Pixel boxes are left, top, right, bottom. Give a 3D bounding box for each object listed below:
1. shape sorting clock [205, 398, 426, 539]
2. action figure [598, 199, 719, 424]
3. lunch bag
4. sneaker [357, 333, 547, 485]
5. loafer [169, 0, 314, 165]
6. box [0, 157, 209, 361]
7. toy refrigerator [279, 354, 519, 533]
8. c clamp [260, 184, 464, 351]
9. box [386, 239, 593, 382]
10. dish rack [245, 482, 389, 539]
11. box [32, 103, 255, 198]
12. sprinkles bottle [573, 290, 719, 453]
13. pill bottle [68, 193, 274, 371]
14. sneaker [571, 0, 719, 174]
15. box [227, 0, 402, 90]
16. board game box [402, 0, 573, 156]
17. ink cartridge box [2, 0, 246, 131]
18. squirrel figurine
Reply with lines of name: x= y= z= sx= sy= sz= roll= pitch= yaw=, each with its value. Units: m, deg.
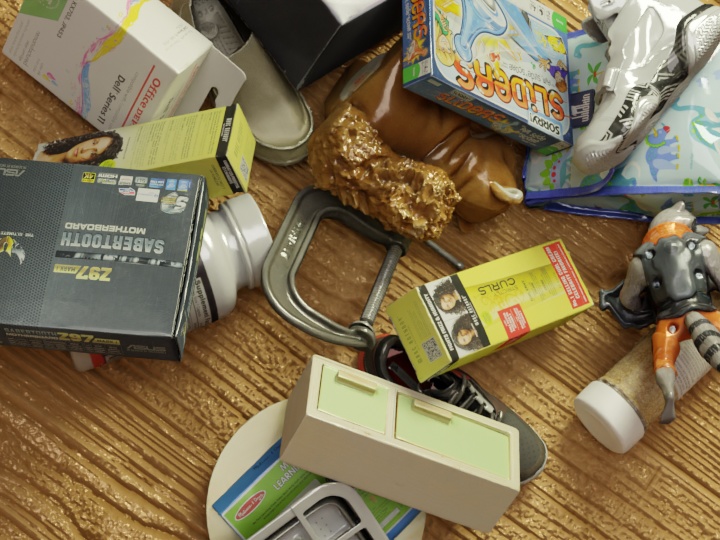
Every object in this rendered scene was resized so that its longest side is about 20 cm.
shape sorting clock: x=-0.039 y=0.212 z=1.423 sx=0.198 sy=0.039 sz=0.202 roll=0 pitch=88 yaw=-12
action figure: x=0.316 y=0.021 z=1.412 sx=0.199 sy=0.105 sz=0.194 roll=-20 pitch=62 yaw=6
lunch bag: x=0.256 y=-0.139 z=1.505 sx=0.199 sy=0.127 sz=0.171 roll=2 pitch=76 yaw=15
sneaker: x=0.084 y=0.127 z=1.437 sx=0.199 sy=0.082 sz=0.077 roll=32 pitch=75 yaw=1
loafer: x=-0.113 y=-0.185 z=1.488 sx=0.076 sy=0.068 sz=0.200 roll=-37 pitch=85 yaw=-14
box: x=-0.235 y=-0.011 z=1.330 sx=0.198 sy=0.051 sz=0.159 roll=5 pitch=62 yaw=4
toy refrigerator: x=0.037 y=0.148 z=1.372 sx=0.199 sy=0.070 sz=0.076 roll=21 pitch=38 yaw=-11
c clamp: x=0.000 y=0.000 z=1.423 sx=0.171 sy=0.027 sz=0.200 roll=38 pitch=44 yaw=-7
box: x=0.118 y=0.033 z=1.426 sx=0.199 sy=0.050 sz=0.076 roll=-16 pitch=77 yaw=-42
dish rack: x=-0.057 y=0.292 z=1.371 sx=0.200 sy=0.044 sz=0.172 roll=-36 pitch=107 yaw=-11
box: x=-0.196 y=-0.091 z=1.414 sx=0.199 sy=0.050 sz=0.076 roll=-10 pitch=43 yaw=14
sprinkles bottle: x=0.289 y=0.081 z=1.482 sx=0.200 sy=0.068 sz=0.068 roll=-41 pitch=85 yaw=-14
pill bottle: x=-0.177 y=0.004 z=1.415 sx=0.199 sy=0.111 sz=0.112 roll=-21 pitch=81 yaw=-12
sneaker: x=0.228 y=-0.182 z=1.418 sx=0.115 sy=0.075 sz=0.200 roll=39 pitch=77 yaw=14
box: x=-0.030 y=-0.309 z=1.472 sx=0.200 sy=0.123 sz=0.199 roll=-36 pitch=85 yaw=-34
board game box: x=0.116 y=-0.197 z=1.435 sx=0.199 sy=0.034 sz=0.136 roll=19 pitch=63 yaw=-43
ink cartridge box: x=-0.215 y=-0.189 z=1.445 sx=0.200 sy=0.117 sz=0.067 roll=38 pitch=40 yaw=2
squirrel figurine: x=0.055 y=-0.098 z=1.457 sx=0.187 sy=0.141 sz=0.200 roll=44 pitch=51 yaw=-16
